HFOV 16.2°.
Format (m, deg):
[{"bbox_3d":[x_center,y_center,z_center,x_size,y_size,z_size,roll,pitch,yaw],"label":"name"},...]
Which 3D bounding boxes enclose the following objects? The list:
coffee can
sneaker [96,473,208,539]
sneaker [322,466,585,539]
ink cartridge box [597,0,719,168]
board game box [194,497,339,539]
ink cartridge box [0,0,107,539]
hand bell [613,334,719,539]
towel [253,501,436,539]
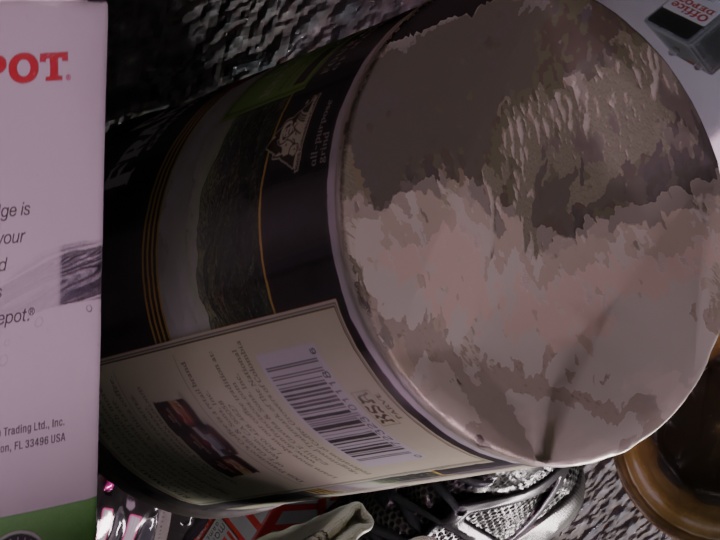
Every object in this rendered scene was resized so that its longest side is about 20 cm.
[{"bbox_3d":[0.000,0.000,0.819,0.146,0.147,0.200,-15,180,-35],"label":"coffee can"},{"bbox_3d":[-0.110,0.076,0.952,0.087,0.074,0.200,-38,153,-6],"label":"sneaker"},{"bbox_3d":[0.010,0.098,1.017,0.199,0.076,0.114,-32,145,-21],"label":"sneaker"},{"bbox_3d":[0.145,-0.061,1.015,0.200,0.083,0.147,-39,151,-28],"label":"ink cartridge box"},{"bbox_3d":[0.030,0.064,1.109,0.200,0.046,0.152,1,128,-47],"label":"board game box"},{"bbox_3d":[-0.155,0.016,0.741,0.145,0.084,0.201,-7,103,-43],"label":"ink cartridge box"},{"bbox_3d":[0.168,0.070,1.199,0.104,0.104,0.200,-44,178,3],"label":"hand bell"},{"bbox_3d":[-0.093,0.128,0.802,0.200,0.035,0.192,-17,-177,33],"label":"towel"}]
